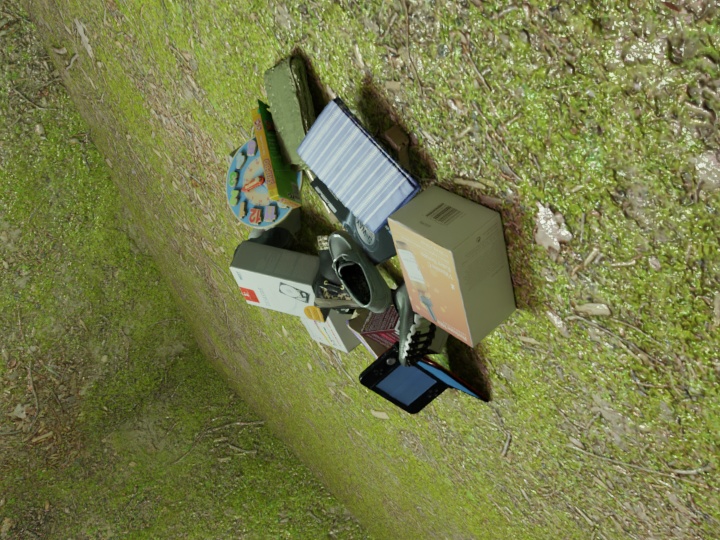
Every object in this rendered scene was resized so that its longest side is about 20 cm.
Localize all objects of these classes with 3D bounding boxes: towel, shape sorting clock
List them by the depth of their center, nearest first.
[{"bbox_3d":[-0.005,-0.169,1.222,0.200,0.024,0.145,46,135,1],"label":"towel"},{"bbox_3d":[-0.122,-0.282,1.369,0.148,0.036,0.203,3,110,62],"label":"towel"},{"bbox_3d":[-0.205,-0.189,1.568,0.200,0.201,0.039,44,-161,22],"label":"shape sorting clock"}]

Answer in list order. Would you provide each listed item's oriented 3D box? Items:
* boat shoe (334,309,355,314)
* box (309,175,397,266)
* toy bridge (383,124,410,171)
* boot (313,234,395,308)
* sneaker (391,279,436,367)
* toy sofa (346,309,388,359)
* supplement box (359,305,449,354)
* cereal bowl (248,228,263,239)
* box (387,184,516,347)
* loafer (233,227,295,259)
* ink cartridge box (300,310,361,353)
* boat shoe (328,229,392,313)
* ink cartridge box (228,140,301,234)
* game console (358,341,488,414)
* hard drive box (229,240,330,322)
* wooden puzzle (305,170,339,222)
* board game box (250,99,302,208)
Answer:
[{"bbox_3d":[-0.032,0.060,1.634,0.060,0.076,0.200,37,-168,16],"label":"boat shoe"},{"bbox_3d":[0.007,-0.112,1.334,0.201,0.043,0.160,52,158,-6],"label":"box"},{"bbox_3d":[0.052,-0.163,1.259,0.067,0.027,0.200,49,159,11],"label":"toy bridge"},{"bbox_3d":[0.000,0.000,1.507,0.073,0.197,0.153,9,-101,-77],"label":"boot"},{"bbox_3d":[0.096,0.075,1.379,0.090,0.066,0.203,28,114,46],"label":"sneaker"},{"bbox_3d":[0.053,0.169,1.655,0.201,0.097,0.083,50,159,10],"label":"toy sofa"},{"bbox_3d":[0.087,0.122,1.512,0.108,0.062,0.200,30,163,-16],"label":"supplement box"},{"bbox_3d":[-0.209,-0.020,1.853,0.200,0.083,0.200,44,178,2],"label":"cereal bowl"},{"bbox_3d":[0.147,-0.008,1.186,0.152,0.106,0.202,30,148,45],"label":"box"},{"bbox_3d":[-0.210,-0.048,1.710,0.198,0.073,0.063,-12,144,43],"label":"loafer"},{"bbox_3d":[-0.078,0.108,1.852,0.199,0.084,0.146,11,133,60],"label":"ink cartridge box"},{"bbox_3d":[-0.013,-0.005,1.412,0.071,0.070,0.202,14,-145,-52],"label":"boat shoe"},{"bbox_3d":[-0.214,-0.179,1.710,0.146,0.086,0.201,41,154,24],"label":"ink cartridge box"},{"bbox_3d":[0.125,0.238,1.494,0.199,0.172,0.119,37,-162,-38],"label":"game console"},{"bbox_3d":[-0.167,0.025,1.645,0.197,0.078,0.157,12,150,19],"label":"hard drive box"},{"bbox_3d":[-0.047,-0.175,1.446,0.201,0.037,0.184,58,158,-21],"label":"wooden puzzle"},{"bbox_3d":[-0.164,-0.226,1.450,0.095,0.030,0.203,17,-120,-65],"label":"board game box"}]
